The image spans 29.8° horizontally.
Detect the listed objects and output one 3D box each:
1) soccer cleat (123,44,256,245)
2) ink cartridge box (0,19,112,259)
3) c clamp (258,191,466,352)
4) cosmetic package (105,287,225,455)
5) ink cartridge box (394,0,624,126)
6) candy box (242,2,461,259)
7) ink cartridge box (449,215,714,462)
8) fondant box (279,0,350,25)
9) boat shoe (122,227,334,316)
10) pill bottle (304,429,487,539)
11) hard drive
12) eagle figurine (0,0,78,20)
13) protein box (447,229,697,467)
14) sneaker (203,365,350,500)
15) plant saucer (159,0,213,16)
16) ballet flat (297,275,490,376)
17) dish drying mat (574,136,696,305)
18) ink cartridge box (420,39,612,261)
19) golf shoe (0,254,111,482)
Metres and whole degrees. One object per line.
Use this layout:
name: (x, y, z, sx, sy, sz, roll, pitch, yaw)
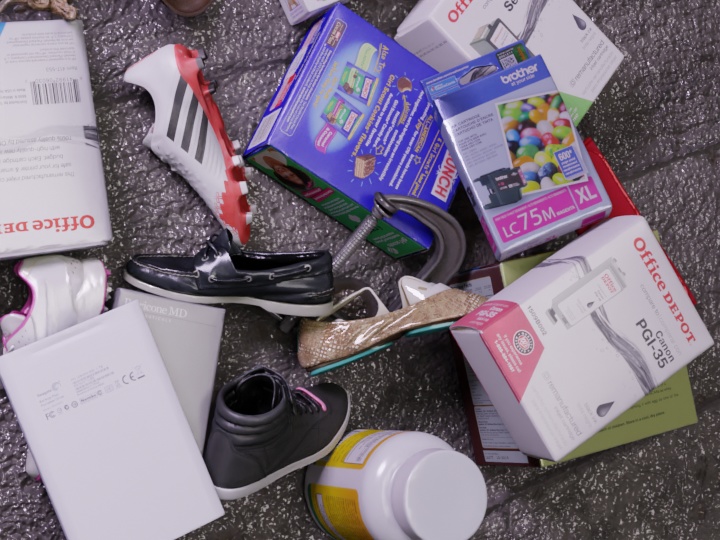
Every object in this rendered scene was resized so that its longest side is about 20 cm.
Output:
soccer cleat: (-0.159, -0.114, 1.279, 0.084, 0.069, 0.202, -17, 108, 6)
ink cartridge box: (-0.310, -0.111, 1.190, 0.145, 0.086, 0.202, -8, 90, -26)
c clamp: (0.000, 0.000, 1.311, 0.200, 0.027, 0.171, -45, 113, 10)
cosmetic package: (-0.194, 0.123, 1.222, 0.106, 0.090, 0.202, 10, 84, -21)
ink cartridge box: (0.157, -0.236, 1.425, 0.200, 0.084, 0.146, 43, 69, -15)
candy box: (0.010, -0.136, 1.349, 0.199, 0.077, 0.170, 32, 72, -18)
ink cartridge box: (0.206, 0.060, 1.258, 0.199, 0.083, 0.147, -34, 98, -15)
fondant box: (-0.044, -0.368, 1.359, 0.144, 0.058, 0.201, -27, 95, -25)
boat shoe: (-0.118, -0.005, 1.253, 0.197, 0.075, 0.067, 10, 108, -4)
pill bottle: (0.033, 0.206, 1.256, 0.112, 0.200, 0.114, 3, 83, -25)
hard drive: (-0.213, 0.143, 1.154, 0.131, 0.025, 0.202, -23, 93, -22)
eagle figurine: (-0.275, -0.329, 1.200, 0.151, 0.151, 0.202, -21, 116, -54)
protein box: (0.211, 0.080, 1.388, 0.197, 0.135, 0.202, -11, 89, -25)
sneaker: (-0.067, 0.127, 1.247, 0.199, 0.070, 0.100, -28, 140, -48)
plant saucer: (-0.174, -0.338, 1.252, 0.036, 0.200, 0.202, 6, 79, 19)
ballet flat: (0.031, 0.042, 1.293, 0.198, 0.071, 0.066, -17, 84, -5)
dish drying mat: (0.258, -0.031, 1.339, 0.077, 0.018, 0.201, -36, 96, -24)
ink cartridge box: (0.148, -0.123, 1.305, 0.118, 0.042, 0.201, -22, 75, -3)
golf shoe: (-0.280, 0.082, 1.187, 0.091, 0.075, 0.202, 13, 83, -24)
